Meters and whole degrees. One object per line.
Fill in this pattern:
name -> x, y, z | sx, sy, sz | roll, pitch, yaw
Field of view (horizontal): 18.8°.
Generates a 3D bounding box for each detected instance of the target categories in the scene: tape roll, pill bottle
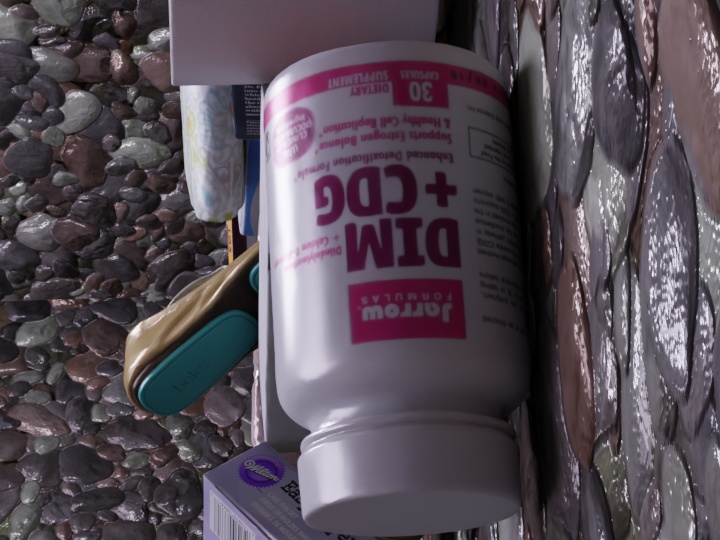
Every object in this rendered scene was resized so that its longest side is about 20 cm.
tape roll -> -0.035, -0.199, 1.159 | 0.203, 0.139, 0.203 | 178, 90, -84
pill bottle -> 0.017, 0.010, 0.962 | 0.113, 0.113, 0.200 | 103, 164, -71

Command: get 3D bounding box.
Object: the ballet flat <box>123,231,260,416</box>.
ballet flat -> -0.061, 0.007, 1.266 | 0.069, 0.200, 0.063 | 46, -164, -39

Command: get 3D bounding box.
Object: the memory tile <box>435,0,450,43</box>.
memory tile -> 0.037, -0.150, 1.251 | 0.153, 0.017, 0.200 | -105, 13, -69

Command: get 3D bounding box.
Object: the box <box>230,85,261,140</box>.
box -> -0.032, -0.191, 1.415 | 0.200, 0.107, 0.149 | 93, 177, -67

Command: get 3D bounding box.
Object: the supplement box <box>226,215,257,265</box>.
supplement box -> -0.063, -0.071, 1.894 | 0.200, 0.110, 0.086 | -100, 9, -62

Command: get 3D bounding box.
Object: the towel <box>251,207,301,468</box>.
towel -> -0.017, 0.054, 1.379 | 0.191, 0.032, 0.200 | 12, -103, -65

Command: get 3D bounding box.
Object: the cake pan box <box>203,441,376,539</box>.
cake pan box -> -0.015, 0.216, 1.191 | 0.200, 0.052, 0.184 | 37, 139, 36

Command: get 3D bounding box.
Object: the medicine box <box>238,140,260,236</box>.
medicine box -> -0.048, -0.155, 1.728 | 0.182, 0.103, 0.200 | 99, 168, -62

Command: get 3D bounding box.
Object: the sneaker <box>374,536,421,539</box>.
sneaker -> 0.010, 0.084, 1.334 | 0.090, 0.067, 0.200 | 98, 169, -63

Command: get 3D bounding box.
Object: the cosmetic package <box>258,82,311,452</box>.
cosmetic package -> 0.000, 0.000, 1.181 | 0.081, 0.113, 0.200 | -98, 7, -54

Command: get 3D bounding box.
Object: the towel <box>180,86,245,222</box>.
towel -> -0.112, -0.138, 1.637 | 0.200, 0.048, 0.171 | -117, 23, -76
